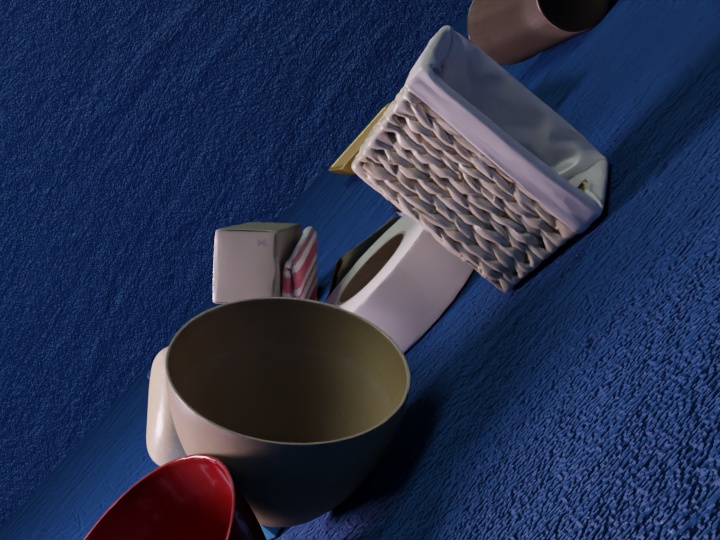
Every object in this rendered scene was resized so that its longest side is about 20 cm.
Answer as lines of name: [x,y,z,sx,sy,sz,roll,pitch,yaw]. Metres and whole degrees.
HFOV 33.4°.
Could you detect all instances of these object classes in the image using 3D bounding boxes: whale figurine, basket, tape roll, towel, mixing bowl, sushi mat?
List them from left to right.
mixing bowl: [-0.133,0.252,0.894,0.199,0.108,0.201,-34,29,22]
whale figurine: [-0.176,0.157,1.280,0.200,0.103,0.161,119,152,-64]
towel: [-0.070,0.064,1.321,0.146,0.030,0.202,-74,-15,-74]
sushi mat: [0.000,0.000,1.452,0.200,0.012,0.096,-40,-32,-63]
tape roll: [0.034,0.021,1.273,0.202,0.071,0.203,-46,10,11]
basket: [0.105,-0.095,1.061,0.124,0.199,0.136,-49,7,29]
basket: [0.261,-0.383,1.716,0.180,0.136,0.200,-42,12,-8]

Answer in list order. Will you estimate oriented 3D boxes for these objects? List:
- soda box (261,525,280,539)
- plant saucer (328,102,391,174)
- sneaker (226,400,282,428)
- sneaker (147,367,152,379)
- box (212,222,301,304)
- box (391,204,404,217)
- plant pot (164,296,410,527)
soda box: [-0.139,0.238,1.168,0.200,0.068,0.064,-36,16,49]
plant saucer: [0.025,-0.274,2.569,0.200,0.048,0.200,-49,10,-3]
sneaker: [-0.091,0.152,1.160,0.086,0.078,0.200,-57,-27,2]
sneaker: [-0.271,0.191,1.982,0.199,0.078,0.070,2,43,49]
box: [-0.110,-0.010,1.318,0.200,0.068,0.083,-33,-54,-85]
box: [0.135,-0.138,1.536,0.200,0.050,0.198,-49,9,-1]
plant pot: [-0.064,0.133,1.002,0.201,0.198,0.136,-62,-18,-57]
